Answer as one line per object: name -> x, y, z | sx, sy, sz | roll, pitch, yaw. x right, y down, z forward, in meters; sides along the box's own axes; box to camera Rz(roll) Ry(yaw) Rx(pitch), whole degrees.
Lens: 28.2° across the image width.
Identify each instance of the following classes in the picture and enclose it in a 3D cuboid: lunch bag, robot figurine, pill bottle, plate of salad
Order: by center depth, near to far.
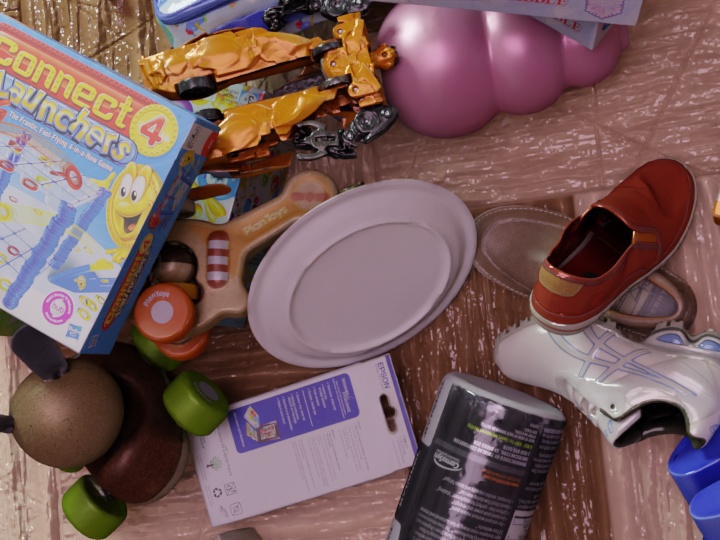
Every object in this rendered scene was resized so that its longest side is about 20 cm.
robot figurine -> -0.067, -0.143, 1.128 | 0.199, 0.058, 0.146 | -14, 79, 1
pill bottle -> 0.084, 0.191, 1.149 | 0.106, 0.106, 0.201 | 21, 94, 17
plate of salad -> 0.000, 0.000, 1.156 | 0.200, 0.200, 0.048 | -39, 48, 11
lunch bag -> -0.077, -0.257, 1.203 | 0.199, 0.083, 0.161 | -20, 42, 10

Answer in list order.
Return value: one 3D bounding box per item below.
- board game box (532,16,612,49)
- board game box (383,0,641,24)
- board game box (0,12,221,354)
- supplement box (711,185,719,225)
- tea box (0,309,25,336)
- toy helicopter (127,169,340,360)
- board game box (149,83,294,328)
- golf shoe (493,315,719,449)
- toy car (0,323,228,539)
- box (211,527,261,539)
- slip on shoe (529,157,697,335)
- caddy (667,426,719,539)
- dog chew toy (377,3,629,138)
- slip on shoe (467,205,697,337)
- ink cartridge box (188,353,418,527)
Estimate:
board game box -> 0.155, -0.296, 1.147 | 0.200, 0.041, 0.200 | 32, 63, 16
board game box -> 0.113, -0.283, 1.081 | 0.199, 0.041, 0.201 | 5, 60, 1
board game box -> -0.239, -0.068, 1.092 | 0.200, 0.056, 0.196 | 28, 94, 13
supplement box -> 0.360, -0.117, 1.106 | 0.126, 0.074, 0.201 | 16, 91, 17
tea box -> -0.296, -0.058, 1.236 | 0.133, 0.197, 0.201 | 26, 94, 17
toy helicopter -> -0.110, -0.027, 1.147 | 0.200, 0.079, 0.133 | -30, 73, -2
board game box -> -0.136, -0.061, 1.235 | 0.103, 0.105, 0.201 | 16, 90, 17
golf shoe -> 0.189, 0.089, 1.116 | 0.199, 0.078, 0.097 | 2, 54, 30
toy car -> -0.242, 0.107, 1.190 | 0.164, 0.200, 0.158 | -45, 49, 13
box -> -0.160, 0.309, 1.230 | 0.200, 0.082, 0.068 | -41, 75, 9
slip on shoe -> 0.201, -0.030, 1.109 | 0.074, 0.061, 0.200 | 30, 54, 27
caddy -> 0.328, 0.152, 1.060 | 0.200, 0.141, 0.105 | -37, 108, 11
dog chew toy -> 0.117, -0.177, 1.164 | 0.199, 0.125, 0.125 | -8, 84, 8
slip on shoe -> 0.175, 0.001, 1.160 | 0.200, 0.061, 0.076 | 27, 94, 17
ink cartridge box -> -0.047, 0.146, 1.229 | 0.199, 0.039, 0.100 | -18, 81, 16
